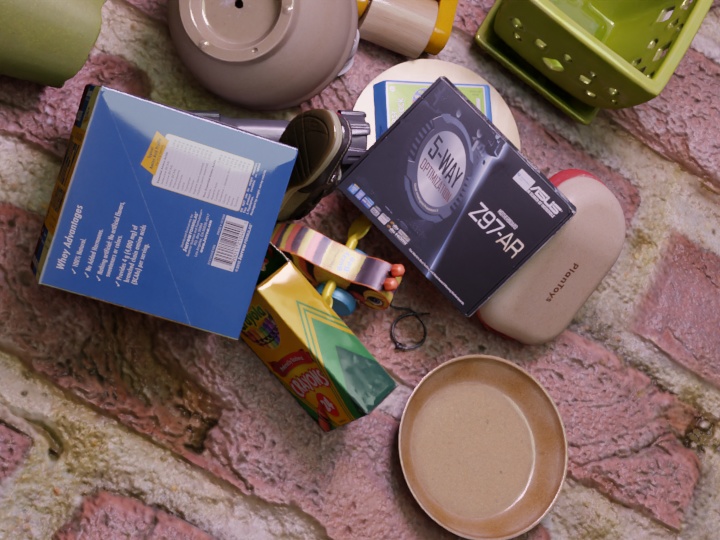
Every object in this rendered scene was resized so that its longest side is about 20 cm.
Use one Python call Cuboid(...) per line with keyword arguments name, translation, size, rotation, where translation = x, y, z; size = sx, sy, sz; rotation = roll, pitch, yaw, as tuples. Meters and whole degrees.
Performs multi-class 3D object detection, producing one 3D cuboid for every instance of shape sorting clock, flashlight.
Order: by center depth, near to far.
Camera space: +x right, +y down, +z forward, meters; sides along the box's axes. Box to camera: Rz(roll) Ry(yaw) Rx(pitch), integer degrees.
Cuboid(name="flashlight", translation=(-0.092, -0.141, 1.674), size=(0.200, 0.068, 0.068), rotation=(1, 41, -12))
Cuboid(name="shape sorting clock", translation=(0.082, -0.139, 1.759), size=(0.200, 0.039, 0.200), rotation=(4, 77, -16))

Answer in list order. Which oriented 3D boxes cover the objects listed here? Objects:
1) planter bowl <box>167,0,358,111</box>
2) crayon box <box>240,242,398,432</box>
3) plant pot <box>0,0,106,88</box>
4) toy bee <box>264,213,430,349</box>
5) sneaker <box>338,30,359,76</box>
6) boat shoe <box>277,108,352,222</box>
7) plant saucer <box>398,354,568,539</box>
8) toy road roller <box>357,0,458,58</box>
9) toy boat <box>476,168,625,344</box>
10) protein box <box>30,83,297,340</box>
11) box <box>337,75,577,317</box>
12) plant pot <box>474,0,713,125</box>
Cuboid(name="planter bowl", translation=(-0.112, -0.266, 1.616), size=(0.200, 0.135, 0.200), rotation=(1, 93, 10))
Cuboid(name="crayon box", translation=(-0.064, 0.068, 1.604), size=(0.051, 0.127, 0.200), rotation=(-42, 93, -24))
Cuboid(name="plant pot", translation=(-0.359, -0.270, 1.556), size=(0.190, 0.200, 0.200), rotation=(23, 69, -27))
Cuboid(name="toy bee", translation=(0.000, 0.000, 1.656), size=(0.200, 0.109, 0.131), rotation=(10, 72, -19))
Cuboid(name="sneaker", translation=(-0.067, -0.306, 1.718), size=(0.200, 0.087, 0.075), rotation=(47, 67, -4))
Cuboid(name="boat shoe", translation=(-0.052, -0.106, 1.615), size=(0.066, 0.201, 0.072), rotation=(1, 66, -29))
Cuboid(name="plant saucer", translation=(0.127, 0.192, 1.696), size=(0.200, 0.035, 0.200), rotation=(5, 76, -20))
Cuboid(name="toy road roller", translation=(0.066, -0.351, 1.748), size=(0.123, 0.146, 0.200), rotation=(19, 71, -15))
Cuboid(name="toy boat", translation=(0.194, -0.026, 1.734), size=(0.130, 0.131, 0.200), rotation=(27, 104, -40))
Cuboid(name="protein box", translation=(-0.196, -0.060, 1.547), size=(0.200, 0.135, 0.199), rotation=(17, 93, -16))
Cuboid(name="box", translation=(0.100, -0.077, 1.638), size=(0.160, 0.044, 0.200), rotation=(-44, 89, 12))
Cuboid(name="plant pot", translation=(0.259, -0.296, 1.790), size=(0.200, 0.181, 0.199), rotation=(36, 66, -9))
